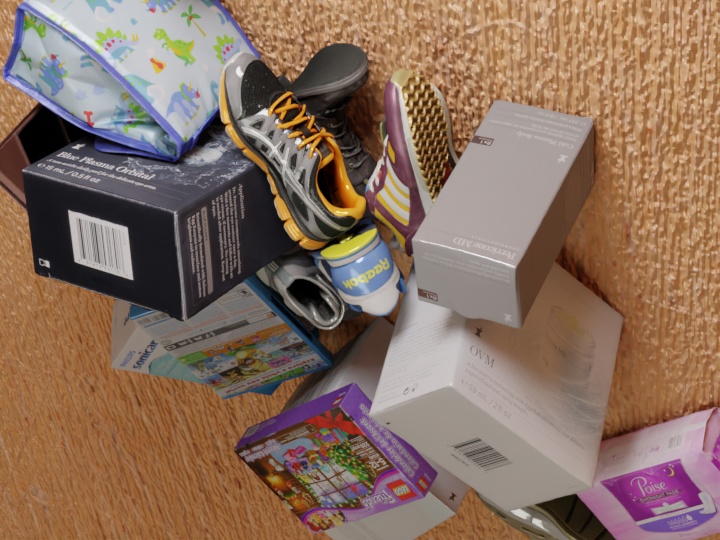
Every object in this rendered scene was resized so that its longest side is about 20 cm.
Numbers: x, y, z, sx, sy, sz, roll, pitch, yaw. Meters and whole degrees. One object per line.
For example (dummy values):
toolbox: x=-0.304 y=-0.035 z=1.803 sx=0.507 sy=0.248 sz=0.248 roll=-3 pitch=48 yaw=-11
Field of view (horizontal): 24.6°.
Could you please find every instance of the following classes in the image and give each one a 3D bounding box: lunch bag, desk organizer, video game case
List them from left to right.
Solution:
desk organizer: x=-0.293 y=-0.156 z=1.682 sx=0.072 sy=0.201 sz=0.077 roll=44 pitch=138 yaw=-12
lunch bag: x=-0.215 y=-0.209 z=1.597 sx=0.199 sy=0.171 sz=0.128 roll=31 pitch=139 yaw=4
video game case: x=-0.134 y=0.071 z=1.760 sx=0.142 sy=0.018 sz=0.200 roll=-18 pitch=144 yaw=19

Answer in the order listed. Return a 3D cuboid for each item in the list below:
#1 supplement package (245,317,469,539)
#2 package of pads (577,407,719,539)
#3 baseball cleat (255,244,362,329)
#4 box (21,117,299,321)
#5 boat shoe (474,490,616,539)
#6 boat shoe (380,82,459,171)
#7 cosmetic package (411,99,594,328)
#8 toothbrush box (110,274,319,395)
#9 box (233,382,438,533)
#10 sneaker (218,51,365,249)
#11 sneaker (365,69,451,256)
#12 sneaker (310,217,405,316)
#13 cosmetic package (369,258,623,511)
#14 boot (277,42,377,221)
supplement package: x=0.015 y=0.196 z=1.865 sx=0.191 sy=0.148 sz=0.200 roll=40 pitch=140 yaw=-8
package of pads: x=0.326 y=0.222 z=1.736 sx=0.121 sy=0.076 sz=0.199 roll=46 pitch=139 yaw=-17
baseball cleat: x=-0.038 y=0.032 z=1.721 sx=0.199 sy=0.070 sz=0.107 roll=24 pitch=-159 yaw=-53
box: x=-0.189 y=-0.064 z=1.609 sx=0.195 sy=0.200 sz=0.119 roll=15 pitch=122 yaw=30
boat shoe: x=0.220 y=0.272 z=1.869 sx=0.199 sy=0.075 sz=0.069 roll=29 pitch=147 yaw=17
boat shoe: x=0.067 y=-0.088 z=1.612 sx=0.071 sy=0.061 sz=0.203 roll=2 pitch=131 yaw=33
cosmetic package: x=0.132 y=-0.054 z=1.493 sx=0.106 sy=0.201 sz=0.091 roll=13 pitch=137 yaw=21
toothbrush box: x=-0.163 y=0.057 z=1.830 sx=0.198 sy=0.086 sz=0.147 roll=10 pitch=147 yaw=-22
box: x=-0.029 y=0.203 z=1.755 sx=0.137 sy=0.039 sz=0.199 roll=47 pitch=139 yaw=-14
sneaker: x=-0.060 y=-0.118 z=1.543 sx=0.077 sy=0.078 sz=0.201 roll=-15 pitch=113 yaw=45
sneaker: x=0.037 y=-0.093 z=1.526 sx=0.089 sy=0.075 sz=0.202 roll=3 pitch=127 yaw=29
sneaker: x=0.000 y=0.000 z=1.620 sx=0.073 sy=0.200 sz=0.083 roll=-31 pitch=97 yaw=2
cosmetic package: x=0.138 y=0.090 z=1.604 sx=0.199 sy=0.202 sz=0.122 roll=36 pitch=142 yaw=-27
boot: x=-0.013 y=-0.126 z=1.635 sx=0.174 sy=0.070 sz=0.199 roll=47 pitch=146 yaw=-20
